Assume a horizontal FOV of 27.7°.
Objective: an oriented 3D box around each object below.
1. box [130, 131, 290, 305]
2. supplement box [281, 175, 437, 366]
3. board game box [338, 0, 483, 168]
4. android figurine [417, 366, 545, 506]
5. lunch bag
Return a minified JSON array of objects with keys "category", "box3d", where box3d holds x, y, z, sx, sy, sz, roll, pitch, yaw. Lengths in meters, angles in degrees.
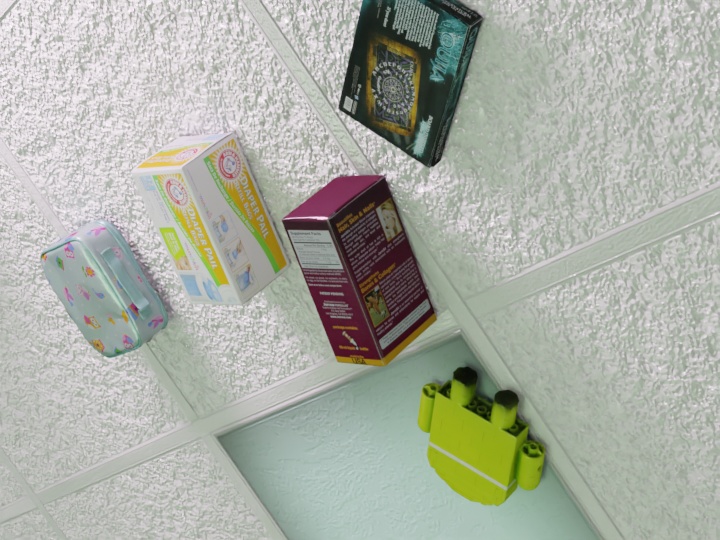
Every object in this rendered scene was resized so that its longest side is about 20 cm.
[{"category":"box","box3d":[-0.192,-0.066,1.883,0.112,0.101,0.201,-1,119,45]},{"category":"supplement box","box3d":[0.000,0.000,1.741,0.085,0.110,0.201,1,120,44]},{"category":"board game box","box3d":[0.051,-0.222,1.580,0.135,0.028,0.201,35,138,18]},{"category":"android figurine","box3d":[0.146,0.215,1.826,0.181,0.041,0.201,27,135,27]},{"category":"lunch bag","box3d":[-0.373,0.029,2.158,0.160,0.077,0.201,-21,105,49]}]
